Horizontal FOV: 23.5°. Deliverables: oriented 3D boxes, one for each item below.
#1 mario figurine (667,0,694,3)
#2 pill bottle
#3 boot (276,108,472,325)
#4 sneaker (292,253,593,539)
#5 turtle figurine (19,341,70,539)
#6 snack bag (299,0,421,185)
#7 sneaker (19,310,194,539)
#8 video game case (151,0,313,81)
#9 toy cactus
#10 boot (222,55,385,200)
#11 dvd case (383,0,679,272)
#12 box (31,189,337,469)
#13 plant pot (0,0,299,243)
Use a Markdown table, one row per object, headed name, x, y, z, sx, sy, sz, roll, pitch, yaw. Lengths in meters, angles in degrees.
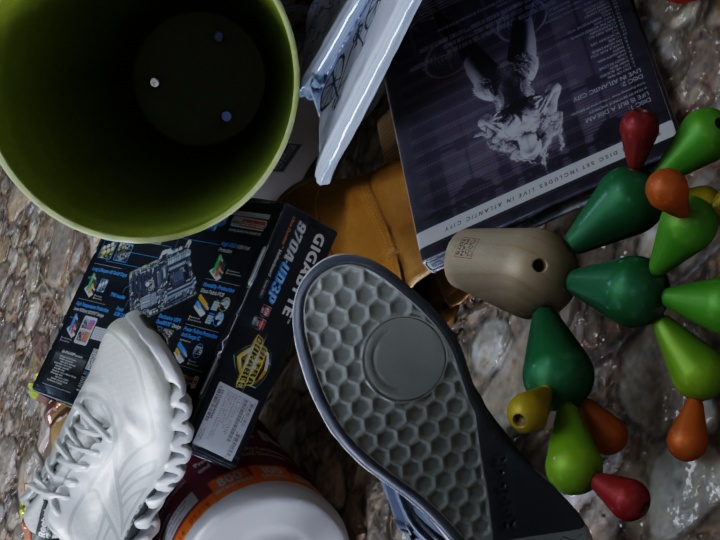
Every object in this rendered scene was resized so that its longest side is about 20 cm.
| name | x | y | z | sx | sy | sz | roll | pitch | yaw |
| --- | --- | --- | --- | --- | --- | --- | --- | --- | --- |
| mario figurine | 0.122 | -0.207 | 0.905 | 0.200 | 0.106 | 0.124 | 20 | 91 | 53 |
| pill bottle | -0.094 | 0.150 | 1.120 | 0.200 | 0.114 | 0.114 | 40 | 111 | 58 |
| boot | 0.001 | 0.000 | 1.071 | 0.201 | 0.071 | 0.144 | -46 | 39 | 34 |
| sneaker | 0.025 | 0.074 | 0.880 | 0.077 | 0.202 | 0.146 | -37 | 12 | -5 |
| turtle figurine | -0.236 | 0.121 | 1.435 | 0.161 | 0.064 | 0.200 | -106 | 32 | -55 |
| snack bag | 0.006 | -0.168 | 1.006 | 0.200 | 0.021 | 0.189 | -90 | 23 | -49 |
| sneaker | -0.151 | 0.115 | 1.003 | 0.075 | 0.081 | 0.200 | 44 | 130 | 41 |
| video game case | -0.085 | -0.178 | 1.236 | 0.200 | 0.143 | 0.018 | -28 | 70 | 53 |
| toy cactus | 0.106 | 0.008 | 0.828 | 0.165 | 0.102 | 0.200 | 12 | 85 | 41 |
| boot | -0.051 | -0.126 | 1.218 | 0.200 | 0.073 | 0.090 | -45 | 46 | 43 |
| dvd case | 0.086 | -0.105 | 0.955 | 0.149 | 0.016 | 0.200 | -24 | 48 | 16 |
| box | -0.117 | 0.028 | 1.104 | 0.200 | 0.046 | 0.159 | 9 | 73 | 52 |
| plant pot | -0.119 | -0.120 | 1.076 | 0.200 | 0.187 | 0.187 | -56 | -14 | -82 |
